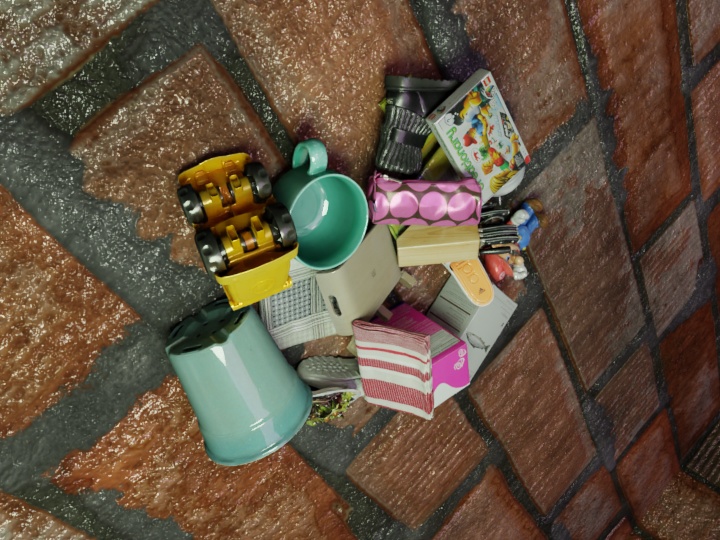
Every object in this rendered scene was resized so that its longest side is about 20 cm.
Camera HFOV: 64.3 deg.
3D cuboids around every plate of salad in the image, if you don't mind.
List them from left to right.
[{"bbox_3d":[-0.090,0.263,1.060,0.196,0.049,0.201,-15,156,-7],"label":"plate of salad"}]

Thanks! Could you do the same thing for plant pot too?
[{"bbox_3d":[-0.202,0.166,0.920,0.199,0.199,0.199,-32,118,-20],"label":"plant pot"}]

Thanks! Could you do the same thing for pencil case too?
[{"bbox_3d":[0.109,-0.122,0.973,0.196,0.091,0.095,-1,124,-9],"label":"pencil case"}]

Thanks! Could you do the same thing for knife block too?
[{"bbox_3d":[0.186,-0.052,1.064,0.200,0.175,0.064,-44,152,-20],"label":"knife block"}]

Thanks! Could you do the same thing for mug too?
[{"bbox_3d":[-0.072,-0.108,0.932,0.150,0.114,0.188,17,99,-38],"label":"mug"}]

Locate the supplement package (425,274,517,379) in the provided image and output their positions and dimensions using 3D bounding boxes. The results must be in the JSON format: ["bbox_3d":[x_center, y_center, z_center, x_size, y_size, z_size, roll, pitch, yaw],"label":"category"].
[{"bbox_3d":[0.223,0.114,1.238,0.116,0.117,0.202,32,91,-42],"label":"supplement package"}]

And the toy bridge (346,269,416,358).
[{"bbox_3d":[0.032,0.073,1.118,0.067,0.027,0.201,36,68,2],"label":"toy bridge"}]

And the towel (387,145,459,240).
[{"bbox_3d":[0.127,-0.141,1.085,0.201,0.023,0.144,-53,154,-5],"label":"towel"}]

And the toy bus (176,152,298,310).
[{"bbox_3d":[-0.180,-0.044,0.869,0.134,0.202,0.193,-23,154,-16],"label":"toy bus"}]

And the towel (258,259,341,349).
[{"bbox_3d":[-0.091,0.048,1.039,0.197,0.034,0.196,-13,117,-31],"label":"towel"}]

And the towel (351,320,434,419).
[{"bbox_3d":[0.060,0.181,1.023,0.023,0.142,0.203,-53,144,-46],"label":"towel"}]

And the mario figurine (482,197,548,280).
[{"bbox_3d":[0.353,-0.057,1.260,0.123,0.106,0.201,40,75,-5],"label":"mario figurine"}]

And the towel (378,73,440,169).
[{"bbox_3d":[0.106,-0.253,1.060,0.086,0.018,0.201,-48,129,-15],"label":"towel"}]

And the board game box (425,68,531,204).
[{"bbox_3d":[0.209,-0.226,0.996,0.126,0.035,0.200,-42,127,-1],"label":"board game box"}]

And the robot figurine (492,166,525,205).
[{"bbox_3d":[0.252,-0.226,1.111,0.170,0.112,0.201,-53,132,-25],"label":"robot figurine"}]

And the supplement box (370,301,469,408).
[{"bbox_3d":[0.110,0.160,1.124,0.102,0.199,0.103,-24,123,-23],"label":"supplement box"}]

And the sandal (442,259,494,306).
[{"bbox_3d":[0.205,-0.025,1.134,0.079,0.059,0.208,-35,86,-8],"label":"sandal"}]

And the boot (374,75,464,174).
[{"bbox_3d":[0.115,-0.250,1.006,0.208,0.079,0.161,-6,107,-31],"label":"boot"}]

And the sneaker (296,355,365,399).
[{"bbox_3d":[-0.043,0.220,1.128,0.197,0.076,0.081,12,114,-37],"label":"sneaker"}]

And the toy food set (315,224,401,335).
[{"bbox_3d":[0.000,0.000,1.041,0.201,0.060,0.145,-51,137,-37],"label":"toy food set"}]
